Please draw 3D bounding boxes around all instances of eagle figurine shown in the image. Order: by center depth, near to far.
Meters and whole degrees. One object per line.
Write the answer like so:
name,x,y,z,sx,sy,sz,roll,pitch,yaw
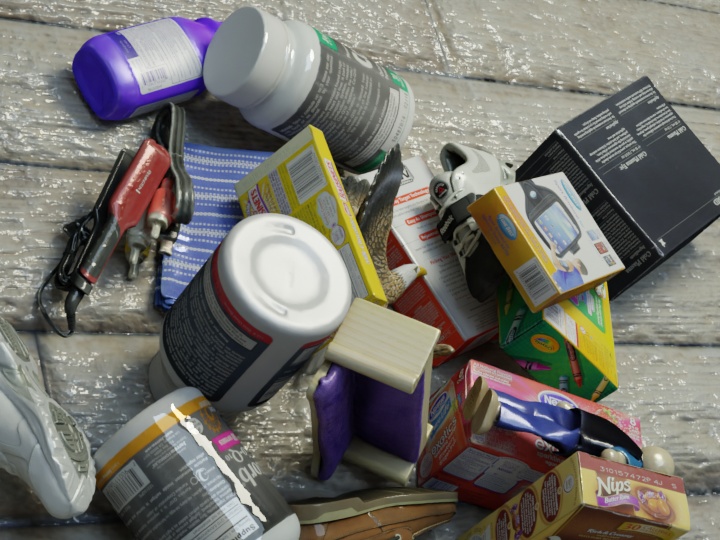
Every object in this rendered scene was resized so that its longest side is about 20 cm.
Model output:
eagle figurine,0.004,-0.001,1.548,0.201,0.151,0.151,71,19,0

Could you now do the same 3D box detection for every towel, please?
towel,-0.116,-0.039,1.544,0.144,0.024,0.200,5,54,-6

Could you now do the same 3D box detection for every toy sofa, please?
toy sofa,0.012,0.120,1.416,0.083,0.200,0.098,22,61,12

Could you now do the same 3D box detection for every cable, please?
cable,-0.186,-0.092,1.515,0.050,0.097,0.201,15,52,-23

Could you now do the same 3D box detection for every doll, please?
doll,0.193,0.148,1.468,0.199,0.049,0.136,20,10,-12

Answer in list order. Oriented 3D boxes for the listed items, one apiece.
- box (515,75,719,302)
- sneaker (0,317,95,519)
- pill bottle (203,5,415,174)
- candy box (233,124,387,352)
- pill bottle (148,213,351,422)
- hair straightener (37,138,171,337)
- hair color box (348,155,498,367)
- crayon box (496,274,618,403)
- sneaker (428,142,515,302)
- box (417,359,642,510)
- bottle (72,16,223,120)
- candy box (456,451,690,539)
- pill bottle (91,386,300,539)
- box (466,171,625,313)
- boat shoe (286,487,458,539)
box,0.301,-0.094,1.841,0.200,0.104,0.182,-30,78,-43
sneaker,-0.285,0.128,1.300,0.200,0.099,0.078,54,3,27
pill bottle,-0.051,-0.180,1.627,0.200,0.113,0.113,23,47,-39
candy box,-0.048,-0.027,1.484,0.026,0.102,0.200,22,39,-47
pill bottle,-0.103,0.052,1.395,0.119,0.200,0.120,18,50,-23
hair straightener,-0.234,-0.026,1.454,0.041,0.077,0.200,38,57,-32
hair color box,0.067,-0.011,1.653,0.101,0.061,0.200,-21,73,-43
crayon box,0.194,0.031,1.636,0.119,0.058,0.200,41,30,-27
sneaker,0.104,-0.051,1.617,0.088,0.074,0.200,26,36,-20
box,0.163,0.173,1.559,0.199,0.100,0.096,20,50,-21
bottle,-0.187,-0.209,1.620,0.200,0.065,0.084,-25,81,-43
candy box,0.185,0.236,1.457,0.116,0.200,0.057,16,51,-23
pill bottle,-0.122,0.204,1.332,0.200,0.116,0.116,51,46,7
box,0.188,-0.032,1.591,0.119,0.041,0.200,58,30,8
boat shoe,0.007,0.230,1.444,0.200,0.072,0.068,-1,86,-41
